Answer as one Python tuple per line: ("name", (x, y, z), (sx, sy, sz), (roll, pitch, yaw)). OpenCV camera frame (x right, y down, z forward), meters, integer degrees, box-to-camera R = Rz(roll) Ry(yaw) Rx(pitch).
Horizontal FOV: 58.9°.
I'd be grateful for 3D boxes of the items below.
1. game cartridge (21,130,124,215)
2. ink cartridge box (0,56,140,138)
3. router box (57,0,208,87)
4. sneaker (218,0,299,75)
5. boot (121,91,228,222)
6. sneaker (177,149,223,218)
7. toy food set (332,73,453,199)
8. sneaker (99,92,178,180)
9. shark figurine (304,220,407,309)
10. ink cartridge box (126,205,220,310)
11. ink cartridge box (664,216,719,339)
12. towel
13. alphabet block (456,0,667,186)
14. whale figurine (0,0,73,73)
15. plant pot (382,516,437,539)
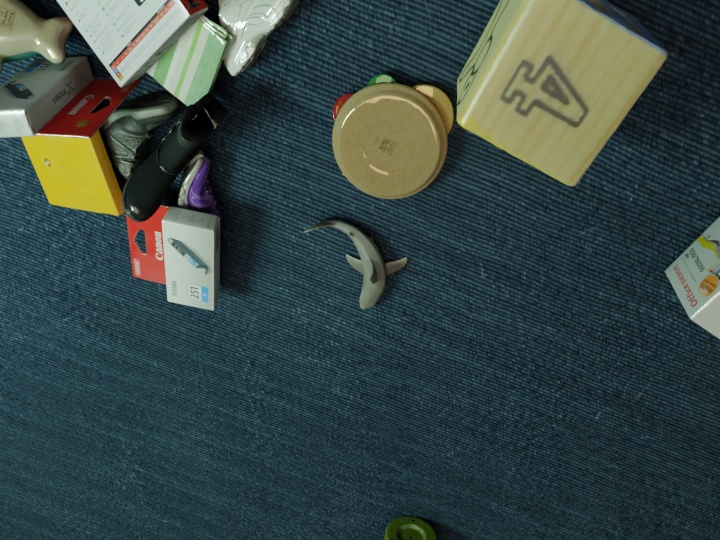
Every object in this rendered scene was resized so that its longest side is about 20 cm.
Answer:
("game cartridge", (-0.502, -0.189, 1.102), (0.196, 0.032, 0.180), (10, 126, 29))
("ink cartridge box", (-0.459, -0.269, 0.976), (0.171, 0.202, 0.046), (1, 129, 7))
("router box", (-0.341, -0.399, 0.922), (0.197, 0.049, 0.181), (-23, 109, 37))
("sneaker", (-0.161, -0.388, 0.939), (0.099, 0.078, 0.199), (42, 118, -14))
("boot", (-0.295, -0.173, 1.001), (0.065, 0.168, 0.198), (34, 150, -27))
("sneaker", (-0.283, -0.125, 1.138), (0.081, 0.082, 0.202), (7, 134, -13))
("toy food set", (0.046, -0.212, 1.033), (0.193, 0.049, 0.204), (11, 124, 2))
("sneaker", (-0.372, -0.226, 1.076), (0.195, 0.077, 0.116), (-13, 121, 20))
("shark figurine", (0.002, -0.019, 1.142), (0.126, 0.090, 0.216), (-23, 118, 20))
("ink cartridge box", (-0.340, -0.026, 1.145), (0.172, 0.045, 0.203), (12, 133, -1))
("ink cartridge box", (0.627, 0.003, 1.018), (0.142, 0.148, 0.202), (28, 122, -10))
("towel", (-0.297, -0.359, 0.975), (0.199, 0.023, 0.153), (39, 130, -2))
("alphabet block", (0.259, -0.276, 0.873), (0.193, 0.197, 0.202), (26, 124, -6))
("whale figurine", (-0.550, -0.370, 0.995), (0.195, 0.164, 0.104), (9, 168, -10))
("plant pot", (0.116, 0.717, 1.544), (0.195, 0.201, 0.198), (6, 112, 5))
